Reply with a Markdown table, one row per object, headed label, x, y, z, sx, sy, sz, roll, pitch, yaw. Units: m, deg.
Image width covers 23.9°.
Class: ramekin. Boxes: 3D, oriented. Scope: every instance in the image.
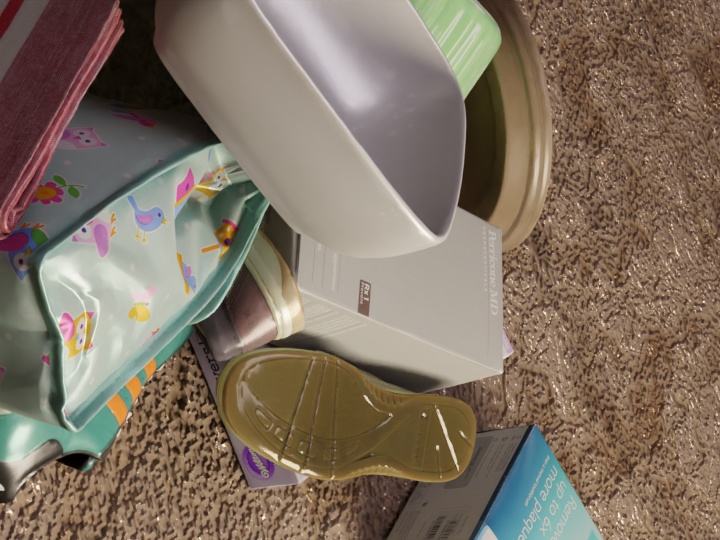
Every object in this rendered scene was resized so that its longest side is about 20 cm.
| label | x | y | z | sx | sy | sz | roll | pitch | yaw |
| --- | --- | --- | --- | --- | --- | --- | --- | --- | --- |
| ramekin | -0.008 | -0.163 | 1.058 | 0.098 | 0.200 | 0.200 | -51 | 130 | 4 |

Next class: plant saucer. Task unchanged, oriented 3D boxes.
| label | x | y | z | sx | sy | sz | roll | pitch | yaw |
| --- | --- | --- | --- | --- | --- | --- | --- | --- | --- |
| plant saucer | 0.071 | -0.110 | 1.176 | 0.029 | 0.200 | 0.202 | -10 | 88 | -22 |

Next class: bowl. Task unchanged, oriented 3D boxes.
| label | x | y | z | sx | sy | sz | roll | pitch | yaw |
| --- | --- | --- | --- | --- | --- | --- | --- | --- | --- |
| bowl | -0.028 | -0.108 | 0.873 | 0.200 | 0.074 | 0.200 | 51 | 25 | -22 |

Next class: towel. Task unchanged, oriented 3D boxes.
| label | x | y | z | sx | sy | sz | roll | pitch | yaw |
| --- | --- | --- | --- | --- | --- | --- | --- | --- | --- |
| towel | -0.225 | -0.084 | 0.802 | 0.023 | 0.199 | 0.145 | 78 | 27 | -49 |

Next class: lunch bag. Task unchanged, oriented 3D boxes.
| label | x | y | z | sx | sy | sz | roll | pitch | yaw |
| --- | --- | --- | --- | --- | --- | --- | --- | --- | --- |
| lunch bag | -0.157 | -0.027 | 0.861 | 0.200 | 0.169 | 0.123 | -47 | 142 | -47 |

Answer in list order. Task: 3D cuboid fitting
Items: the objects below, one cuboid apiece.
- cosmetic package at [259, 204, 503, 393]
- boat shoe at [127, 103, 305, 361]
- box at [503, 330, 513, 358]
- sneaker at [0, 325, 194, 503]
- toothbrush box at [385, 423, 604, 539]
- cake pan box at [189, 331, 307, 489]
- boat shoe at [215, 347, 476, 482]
| label | x | y | z | sx | sy | sz | roll | pitch | yaw |
| --- | --- | --- | --- | --- | --- | --- | --- | --- | --- |
| cosmetic package | 0.000 | 0.000 | 1.049 | 0.199 | 0.090 | 0.108 | 20 | 62 | -43 |
| boat shoe | -0.107 | -0.023 | 0.951 | 0.065 | 0.200 | 0.072 | -28 | 143 | -23 |
| box | 0.041 | -0.021 | 1.187 | 0.039 | 0.041 | 0.201 | -26 | 91 | -39 |
| sneaker | -0.155 | 0.062 | 0.943 | 0.200 | 0.071 | 0.081 | -29 | 123 | -56 |
| toothbrush box | 0.109 | 0.233 | 1.199 | 0.201 | 0.085 | 0.147 | 60 | 42 | -23 |
| cake pan box | -0.035 | 0.019 | 1.107 | 0.184 | 0.052 | 0.201 | -35 | 107 | -47 |
| boat shoe | -0.016 | 0.088 | 1.041 | 0.200 | 0.063 | 0.074 | 12 | 88 | -41 |
